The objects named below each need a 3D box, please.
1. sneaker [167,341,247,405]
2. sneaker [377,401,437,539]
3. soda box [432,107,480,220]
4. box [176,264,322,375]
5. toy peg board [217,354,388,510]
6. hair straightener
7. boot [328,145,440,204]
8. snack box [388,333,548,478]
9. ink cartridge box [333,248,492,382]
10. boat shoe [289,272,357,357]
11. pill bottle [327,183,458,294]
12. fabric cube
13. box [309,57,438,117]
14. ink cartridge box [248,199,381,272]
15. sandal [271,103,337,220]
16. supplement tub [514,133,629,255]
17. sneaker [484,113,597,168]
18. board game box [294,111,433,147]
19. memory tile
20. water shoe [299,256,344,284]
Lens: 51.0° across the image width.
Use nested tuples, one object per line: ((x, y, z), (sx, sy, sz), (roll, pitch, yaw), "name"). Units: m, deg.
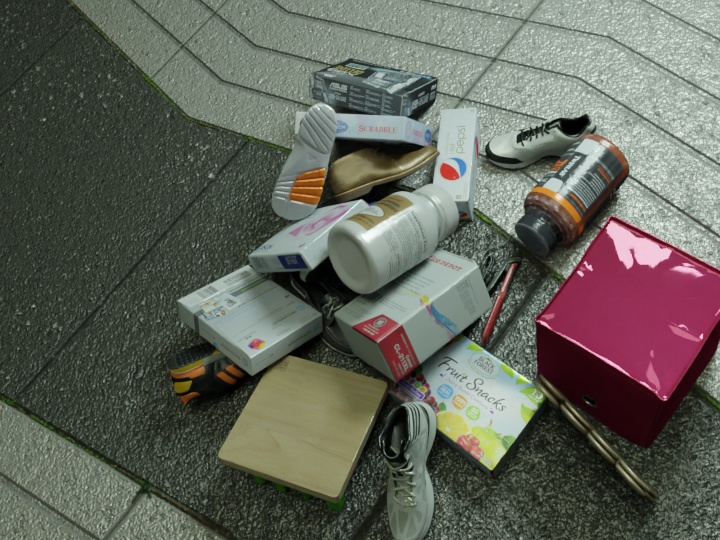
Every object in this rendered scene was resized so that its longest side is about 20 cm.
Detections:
((-0.216, 0.161, 1.255), (0.197, 0.091, 0.070), (-15, 22, -19), "sneaker")
((0.052, 0.284, 1.054), (0.075, 0.115, 0.204), (0, 80, 29), "sneaker")
((0.170, -0.189, 1.338), (0.067, 0.064, 0.203), (0, 61, 17), "soda box")
((-0.183, 0.075, 1.249), (0.199, 0.042, 0.155), (28, 43, 35), "box")
((-0.078, 0.254, 1.158), (0.197, 0.099, 0.200), (12, 50, 21), "toy peg board")
((0.204, 0.022, 1.224), (0.076, 0.041, 0.202), (17, 68, 23), "hair straightener")
((0.040, -0.184, 1.289), (0.198, 0.074, 0.076), (-22, 95, -7), "boot")
((0.161, 0.191, 1.135), (0.199, 0.053, 0.143), (34, 73, 28), "snack box")
((0.081, 0.061, 1.160), (0.199, 0.084, 0.145), (-35, 26, -17), "ink cartridge box")
((-0.057, 0.064, 1.260), (0.072, 0.063, 0.200), (-39, 59, -8), "boat shoe")
((0.055, -0.056, 1.166), (0.199, 0.115, 0.114), (-30, 55, -32), "pill bottle")
((0.375, 0.089, 1.047), (0.195, 0.200, 0.200), (34, 74, 27), "fabric cube")
((0.025, -0.345, 1.427), (0.198, 0.050, 0.157), (20, 32, 24), "box")
((-0.070, -0.070, 1.263), (0.200, 0.044, 0.195), (-43, 20, -27), "ink cartridge box")
((-0.085, -0.183, 1.278), (0.078, 0.059, 0.209), (22, 111, -4), "sandal")
((0.339, -0.120, 1.227), (0.107, 0.107, 0.200), (36, 75, 29), "supplement tub")
((0.314, -0.233, 1.315), (0.197, 0.080, 0.075), (-8, 61, 13), "sneaker")
((0.011, -0.248, 1.344), (0.197, 0.199, 0.042), (6, 97, 19), "board game box")
((0.317, 0.227, 1.017), (0.017, 0.153, 0.200), (-44, 59, 6), "memory tile")
((0.000, 0.000, 1.245), (0.197, 0.072, 0.080), (-13, 66, -18), "water shoe")
